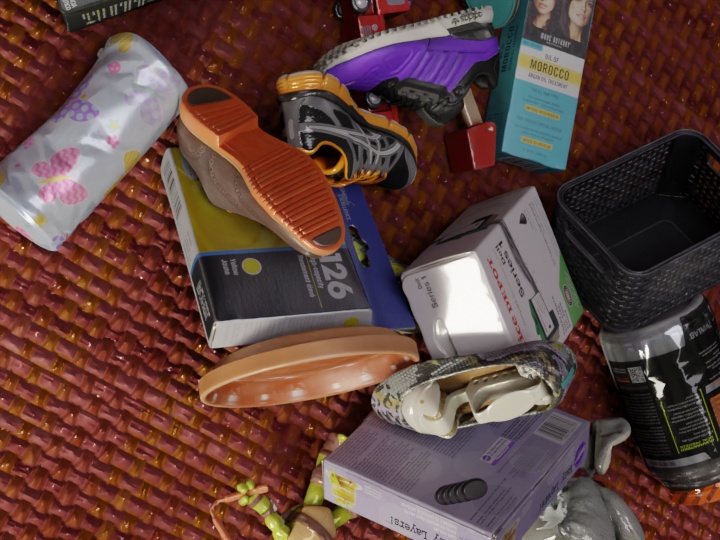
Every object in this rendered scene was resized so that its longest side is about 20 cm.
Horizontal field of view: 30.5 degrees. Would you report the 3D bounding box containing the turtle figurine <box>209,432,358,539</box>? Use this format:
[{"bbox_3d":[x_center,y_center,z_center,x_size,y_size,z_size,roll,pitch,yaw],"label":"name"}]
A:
[{"bbox_3d":[-0.036,0.247,1.246,0.200,0.064,0.162,41,63,-3],"label":"turtle figurine"}]

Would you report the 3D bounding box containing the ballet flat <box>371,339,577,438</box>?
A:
[{"bbox_3d":[0.092,0.110,1.155,0.072,0.198,0.073,43,38,-48],"label":"ballet flat"}]

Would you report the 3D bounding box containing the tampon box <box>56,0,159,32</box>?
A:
[{"bbox_3d":[-0.184,-0.312,1.124,0.198,0.126,0.152,-22,98,-9],"label":"tampon box"}]

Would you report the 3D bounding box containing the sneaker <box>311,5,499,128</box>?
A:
[{"bbox_3d":[0.052,-0.179,1.234,0.198,0.069,0.101,-19,100,-23],"label":"sneaker"}]

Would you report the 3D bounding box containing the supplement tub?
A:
[{"bbox_3d":[0.337,0.135,1.390,0.121,0.122,0.202,-25,100,-23],"label":"supplement tub"}]

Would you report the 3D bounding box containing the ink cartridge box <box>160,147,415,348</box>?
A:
[{"bbox_3d":[-0.063,-0.029,1.190,0.197,0.047,0.199,-5,53,-22],"label":"ink cartridge box"}]

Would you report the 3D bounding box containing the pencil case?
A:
[{"bbox_3d":[-0.238,-0.114,1.146,0.090,0.083,0.201,40,73,-7],"label":"pencil case"}]

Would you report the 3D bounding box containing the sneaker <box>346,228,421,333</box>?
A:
[{"bbox_3d":[0.000,0.000,1.259,0.198,0.076,0.076,23,82,-22],"label":"sneaker"}]

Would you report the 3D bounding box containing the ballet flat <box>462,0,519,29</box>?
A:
[{"bbox_3d":[0.114,-0.339,1.312,0.071,0.070,0.201,-40,128,-20],"label":"ballet flat"}]

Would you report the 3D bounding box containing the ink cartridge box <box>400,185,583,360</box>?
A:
[{"bbox_3d":[0.130,0.024,1.262,0.148,0.083,0.200,66,29,-11],"label":"ink cartridge box"}]

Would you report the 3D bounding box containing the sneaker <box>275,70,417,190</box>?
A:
[{"bbox_3d":[-0.014,-0.110,1.223,0.199,0.077,0.078,27,58,-49],"label":"sneaker"}]

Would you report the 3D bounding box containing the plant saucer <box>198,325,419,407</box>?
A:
[{"bbox_3d":[-0.047,0.084,1.174,0.198,0.200,0.033,-5,74,-25],"label":"plant saucer"}]

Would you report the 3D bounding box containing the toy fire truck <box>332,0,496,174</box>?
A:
[{"bbox_3d":[0.055,-0.192,1.301,0.139,0.049,0.203,-10,93,-25],"label":"toy fire truck"}]

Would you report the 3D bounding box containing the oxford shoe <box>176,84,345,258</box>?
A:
[{"bbox_3d":[-0.087,-0.073,1.140,0.071,0.073,0.200,-23,60,-37],"label":"oxford shoe"}]

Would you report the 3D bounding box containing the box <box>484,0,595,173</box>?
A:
[{"bbox_3d":[0.184,-0.208,1.361,0.081,0.049,0.203,13,85,-24],"label":"box"}]

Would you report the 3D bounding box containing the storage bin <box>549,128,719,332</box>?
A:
[{"bbox_3d":[0.301,-0.043,1.355,0.198,0.094,0.136,-25,56,-22],"label":"storage bin"}]

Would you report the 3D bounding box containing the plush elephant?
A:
[{"bbox_3d":[0.205,0.228,1.326,0.156,0.162,0.202,-76,158,-45],"label":"plush elephant"}]

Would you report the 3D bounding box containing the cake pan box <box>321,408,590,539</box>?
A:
[{"bbox_3d":[0.091,0.171,1.215,0.200,0.182,0.053,-39,139,-45],"label":"cake pan box"}]
